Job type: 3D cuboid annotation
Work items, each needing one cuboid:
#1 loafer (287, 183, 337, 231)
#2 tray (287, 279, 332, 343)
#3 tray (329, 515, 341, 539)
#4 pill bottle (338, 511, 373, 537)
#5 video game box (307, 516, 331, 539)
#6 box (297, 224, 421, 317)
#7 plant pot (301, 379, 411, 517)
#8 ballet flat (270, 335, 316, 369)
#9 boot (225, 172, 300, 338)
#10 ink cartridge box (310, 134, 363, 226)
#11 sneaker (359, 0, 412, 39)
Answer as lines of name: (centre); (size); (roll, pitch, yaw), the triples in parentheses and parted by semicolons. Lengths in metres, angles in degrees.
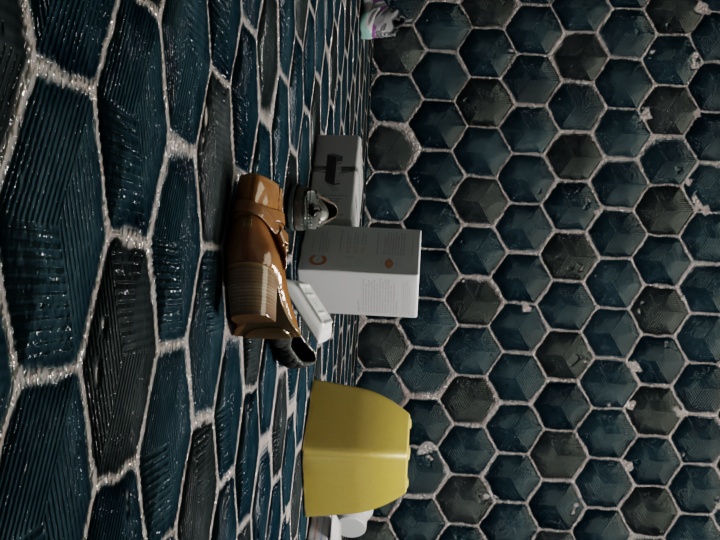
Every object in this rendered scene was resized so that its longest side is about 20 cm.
loafer: (-0.073, -0.097, 1.719); (0.200, 0.063, 0.072); (-55, 148, -84)
tray: (-0.075, 0.055, 1.668); (0.108, 0.022, 0.200); (57, 2, 2)
tray: (-0.052, 0.585, 2.323); (0.200, 0.022, 0.108); (91, 2, -55)
pill bottle: (-0.018, 0.585, 2.892); (0.200, 0.111, 0.111); (-83, 175, -50)
video game box: (-0.088, 0.624, 2.276); (0.182, 0.047, 0.200); (-74, 167, -69)
box: (0.000, 0.000, 1.883); (0.125, 0.199, 0.098); (-82, 175, -51)
plant pot: (-0.003, 0.349, 2.174); (0.196, 0.199, 0.195); (-84, 176, -51)
ballet flat: (-0.095, 0.085, 1.547); (0.200, 0.057, 0.067); (85, 8, -69)
boot: (-0.109, -0.009, 1.218); (0.200, 0.076, 0.156); (56, 33, -73)
ink cartridge box: (-0.044, -0.127, 2.025); (0.144, 0.084, 0.200); (87, 7, -54)
sneaker: (0.073, -0.706, 3.077); (0.078, 0.140, 0.200); (88, 6, -55)
